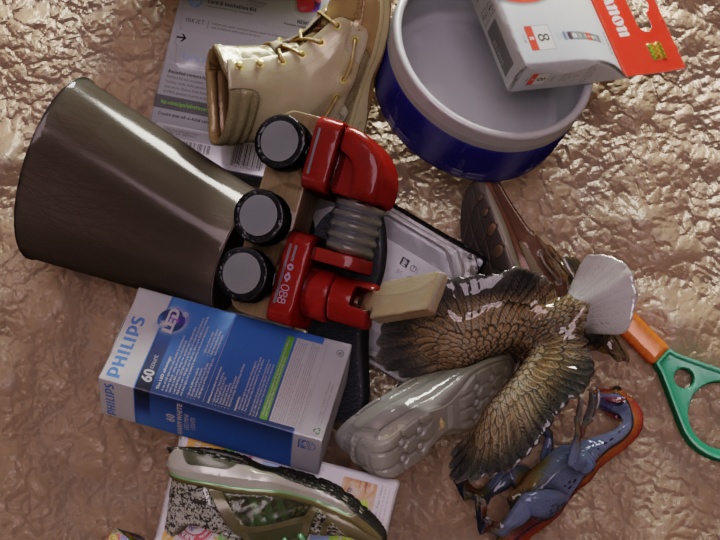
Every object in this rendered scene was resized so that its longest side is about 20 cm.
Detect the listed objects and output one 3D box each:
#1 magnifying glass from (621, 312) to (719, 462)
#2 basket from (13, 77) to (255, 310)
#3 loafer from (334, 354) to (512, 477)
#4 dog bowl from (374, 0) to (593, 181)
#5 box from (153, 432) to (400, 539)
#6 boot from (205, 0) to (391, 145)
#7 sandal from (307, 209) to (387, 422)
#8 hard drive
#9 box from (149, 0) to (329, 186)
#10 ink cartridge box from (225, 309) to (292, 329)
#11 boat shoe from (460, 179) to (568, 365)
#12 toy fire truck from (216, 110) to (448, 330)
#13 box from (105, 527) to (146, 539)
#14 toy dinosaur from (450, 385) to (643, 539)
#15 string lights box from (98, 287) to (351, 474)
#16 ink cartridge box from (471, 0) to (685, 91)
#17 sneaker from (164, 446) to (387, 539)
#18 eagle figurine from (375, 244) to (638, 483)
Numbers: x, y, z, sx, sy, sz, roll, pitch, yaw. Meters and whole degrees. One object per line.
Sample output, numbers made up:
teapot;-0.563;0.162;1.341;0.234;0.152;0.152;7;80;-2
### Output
magnifying glass;0.297;0.096;1.258;0.080;0.022;0.200;-43;79;-9
basket;-0.192;-0.055;1.217;0.198;0.136;0.183;23;114;13
loafer;0.061;0.118;1.202;0.069;0.071;0.199;23;32;39
dog bowl;0.114;-0.188;1.262;0.197;0.079;0.203;8;61;-14
box;-0.073;0.221;1.190;0.197;0.101;0.114;14;77;4
boot;-0.060;-0.206;1.223;0.153;0.073;0.203;0;115;-27
sandal;-0.015;0.035;1.221;0.075;0.043;0.203;11;100;21
hard drive;0.000;0.000;1.252;0.198;0.038;0.141;31;100;8
box;-0.116;-0.189;1.319;0.153;0.041;0.203;11;78;2
ink cartridge box;-0.117;0.096;1.241;0.197;0.059;0.105;14;77;4
boat shoe;0.155;0.005;1.260;0.071;0.076;0.203;-15;78;-29
toy fire truck;-0.006;-0.029;1.127;0.197;0.129;0.179;16;88;16
box;-0.192;0.364;1.149;0.192;0.122;0.201;37;80;9
toy dinosaur;0.178;0.182;1.231;0.179;0.105;0.203;-11;114;-15
string lights box;-0.116;0.094;1.160;0.197;0.059;0.104;15;52;6
ink cartridge box;0.203;-0.253;1.251;0.197;0.050;0.164;-11;67;-20
sneaker;-0.075;0.209;1.113;0.197;0.077;0.090;15;89;9
eagle figurine;0.135;0.071;1.129;0.198;0.151;0.153;-20;112;-27
